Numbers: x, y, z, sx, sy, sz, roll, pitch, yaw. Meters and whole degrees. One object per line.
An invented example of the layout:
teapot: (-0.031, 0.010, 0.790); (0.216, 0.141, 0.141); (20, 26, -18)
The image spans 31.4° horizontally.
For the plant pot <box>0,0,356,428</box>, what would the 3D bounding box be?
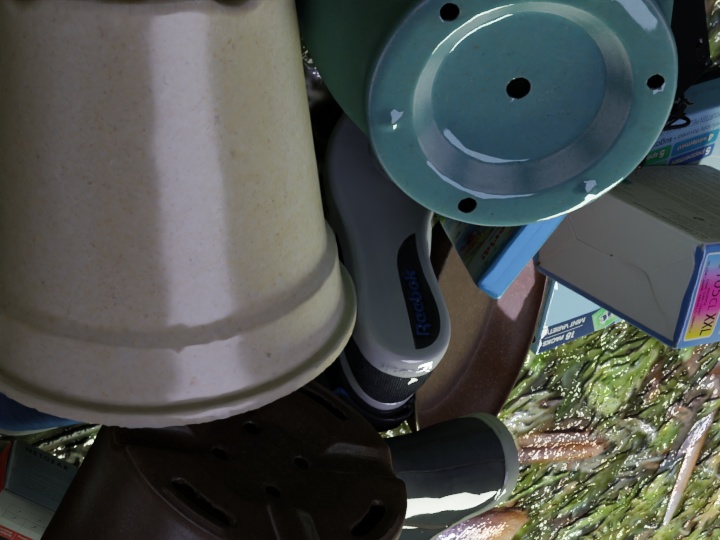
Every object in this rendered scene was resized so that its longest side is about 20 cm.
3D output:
plant pot: (-0.099, -0.060, 0.604); (0.199, 0.200, 0.185); (-17, 125, -28)

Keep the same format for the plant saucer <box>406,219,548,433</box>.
plant saucer: (0.071, 0.026, 0.848); (0.200, 0.036, 0.202); (-38, 137, -48)

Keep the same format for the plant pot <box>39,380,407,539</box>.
plant pot: (-0.081, 0.162, 0.644); (0.199, 0.200, 0.199); (1, 127, -41)

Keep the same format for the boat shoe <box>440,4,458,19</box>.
boat shoe: (0.084, -0.190, 0.716); (0.072, 0.068, 0.201); (-21, 138, -25)

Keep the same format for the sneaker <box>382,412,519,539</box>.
sneaker: (-0.007, 0.144, 0.765); (0.106, 0.075, 0.200); (1, 146, -41)

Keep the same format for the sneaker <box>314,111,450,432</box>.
sneaker: (0.000, 0.000, 0.756); (0.072, 0.201, 0.112); (10, 140, -14)

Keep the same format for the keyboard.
keyboard: (0.173, -0.121, 0.846); (0.200, 0.039, 0.105); (-39, 126, -39)

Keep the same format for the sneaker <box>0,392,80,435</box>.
sneaker: (-0.128, 0.041, 0.705); (0.199, 0.077, 0.076); (-23, 101, 8)

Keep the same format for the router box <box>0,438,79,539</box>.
router box: (-0.180, 0.222, 0.817); (0.199, 0.049, 0.180); (31, 113, -23)

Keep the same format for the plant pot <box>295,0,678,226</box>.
plant pot: (0.060, -0.127, 0.601); (0.198, 0.189, 0.201); (-4, 131, -4)

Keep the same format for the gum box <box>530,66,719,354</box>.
gum box: (0.206, -0.044, 0.983); (0.169, 0.045, 0.201); (-18, 137, -28)

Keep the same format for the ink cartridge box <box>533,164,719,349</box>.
ink cartridge box: (0.238, -0.017, 0.881); (0.199, 0.136, 0.077); (-7, 118, -37)

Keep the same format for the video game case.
video game case: (0.093, -0.081, 0.738); (0.018, 0.200, 0.143); (33, 104, -20)
